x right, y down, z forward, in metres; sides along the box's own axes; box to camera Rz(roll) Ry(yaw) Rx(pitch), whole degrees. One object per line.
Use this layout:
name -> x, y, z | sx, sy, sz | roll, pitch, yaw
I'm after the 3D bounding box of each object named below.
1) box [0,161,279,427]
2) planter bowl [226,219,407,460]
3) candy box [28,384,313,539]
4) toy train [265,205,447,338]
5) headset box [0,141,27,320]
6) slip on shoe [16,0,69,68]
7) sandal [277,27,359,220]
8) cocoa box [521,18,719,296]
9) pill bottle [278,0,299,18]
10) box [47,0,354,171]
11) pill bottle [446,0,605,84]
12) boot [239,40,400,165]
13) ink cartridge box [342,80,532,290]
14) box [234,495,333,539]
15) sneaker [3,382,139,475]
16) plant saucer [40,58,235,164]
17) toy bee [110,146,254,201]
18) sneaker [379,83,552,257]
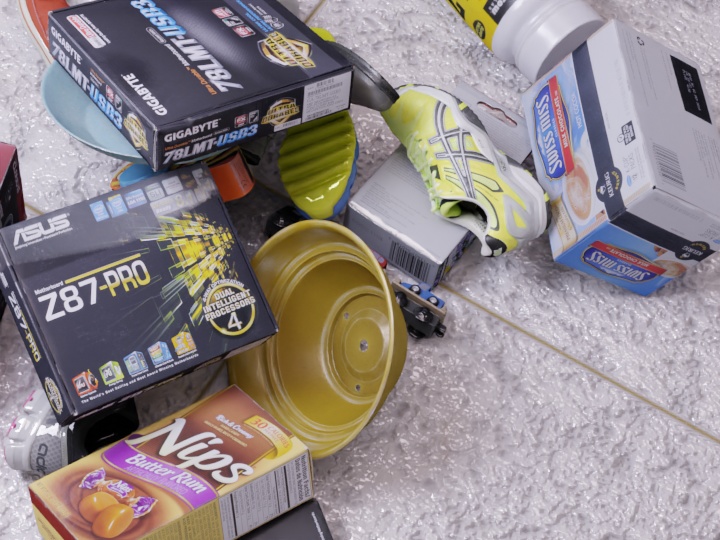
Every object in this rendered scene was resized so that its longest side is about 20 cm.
box -> -0.186, 0.016, 1.257 | 0.198, 0.049, 0.163 | -21, 82, -30
planter bowl -> -0.020, 0.062, 1.311 | 0.083, 0.200, 0.202 | 9, 47, -46
candy box -> -0.150, 0.176, 1.227 | 0.199, 0.057, 0.116 | -24, 38, -30
toy train -> 0.000, 0.000, 1.413 | 0.199, 0.034, 0.046 | 33, 46, 14
headset box -> -0.343, -0.008, 1.298 | 0.076, 0.149, 0.202 | 11, 57, -1
slip on shoe -> -0.276, -0.221, 1.484 | 0.061, 0.074, 0.201 | -37, 66, 21
sandal -> -0.035, -0.132, 1.462 | 0.079, 0.087, 0.202 | -7, 60, 12
cocoa box -> 0.251, -0.103, 1.431 | 0.132, 0.131, 0.202 | 19, 49, -34
pill bottle -> -0.163, -0.291, 1.531 | 0.112, 0.113, 0.200 | -34, 67, -26
box -> -0.139, -0.181, 1.319 | 0.197, 0.050, 0.200 | -19, 46, -30
pill bottle -> 0.155, -0.287, 1.572 | 0.114, 0.115, 0.200 | -28, 64, -24
boot -> -0.066, -0.148, 1.401 | 0.199, 0.068, 0.131 | 26, 79, 36
ink cartridge box -> 0.083, -0.085, 1.469 | 0.108, 0.051, 0.200 | 33, 58, 14
box -> -0.075, 0.295, 1.201 | 0.158, 0.044, 0.201 | -14, 60, -17
sneaker -> -0.215, 0.097, 1.295 | 0.087, 0.074, 0.201 | 25, 62, 9
plant saucer -> -0.178, -0.142, 1.333 | 0.198, 0.039, 0.202 | 5, 39, -4
toy bee -> -0.189, -0.085, 1.397 | 0.197, 0.132, 0.109 | 1, 31, 5
sneaker -> 0.084, -0.095, 1.401 | 0.076, 0.076, 0.200 | -36, 67, -27
